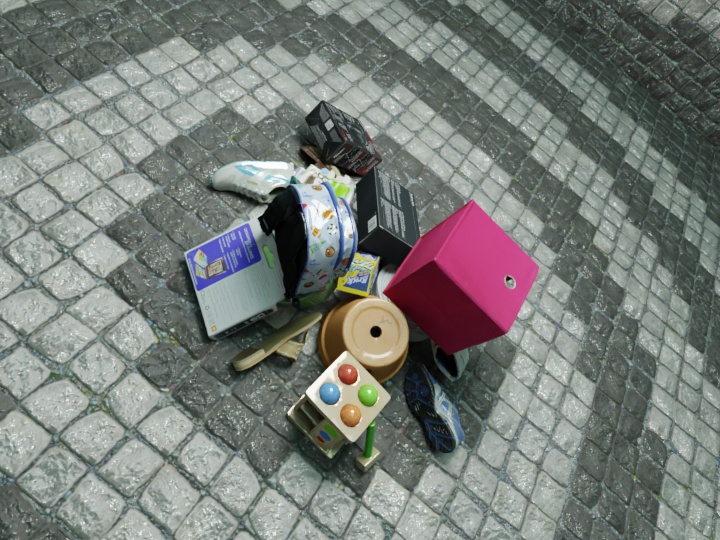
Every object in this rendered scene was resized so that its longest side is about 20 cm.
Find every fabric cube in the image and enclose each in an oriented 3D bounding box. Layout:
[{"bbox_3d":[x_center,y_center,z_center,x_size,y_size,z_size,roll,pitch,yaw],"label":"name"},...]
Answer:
[{"bbox_3d":[0.205,0.018,1.096,0.199,0.200,0.197,44,55,-7],"label":"fabric cube"}]

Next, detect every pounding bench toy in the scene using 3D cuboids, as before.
[{"bbox_3d":[-0.016,0.285,1.029,0.200,0.156,0.124,45,53,5],"label":"pounding bench toy"}]

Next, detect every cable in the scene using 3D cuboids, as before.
[{"bbox_3d":[0.120,0.072,1.292,0.199,0.069,0.201,-20,70,-34],"label":"cable"}]

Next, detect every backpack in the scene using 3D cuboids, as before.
[{"bbox_3d":[-0.089,-0.065,0.987,0.153,0.191,0.202,-15,68,-20],"label":"backpack"}]

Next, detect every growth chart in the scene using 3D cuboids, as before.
[{"bbox_3d":[-0.112,-0.196,1.320,0.198,0.018,0.146,18,70,5],"label":"growth chart"}]

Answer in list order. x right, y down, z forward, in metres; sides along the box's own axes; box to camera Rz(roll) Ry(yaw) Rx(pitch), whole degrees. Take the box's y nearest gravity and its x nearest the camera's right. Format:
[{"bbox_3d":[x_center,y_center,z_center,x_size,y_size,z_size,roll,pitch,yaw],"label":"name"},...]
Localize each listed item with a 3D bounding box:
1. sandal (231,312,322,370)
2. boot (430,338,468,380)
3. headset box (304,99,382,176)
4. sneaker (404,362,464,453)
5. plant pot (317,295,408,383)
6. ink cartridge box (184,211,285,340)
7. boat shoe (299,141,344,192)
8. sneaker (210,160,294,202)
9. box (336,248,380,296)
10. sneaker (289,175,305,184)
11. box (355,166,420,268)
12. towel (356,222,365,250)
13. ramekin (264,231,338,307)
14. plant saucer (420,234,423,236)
[{"bbox_3d":[-0.161,0.165,1.106,0.211,0.077,0.070,-29,107,-30],"label":"sandal"},{"bbox_3d":[0.184,0.142,1.184,0.201,0.073,0.096,62,24,-8],"label":"boot"},{"bbox_3d":[-0.037,-0.347,1.428,0.199,0.077,0.150,9,50,-57],"label":"headset box"},{"bbox_3d":[0.162,0.299,1.179,0.077,0.076,0.202,4,56,-51],"label":"sneaker"},{"bbox_3d":[0.016,0.139,1.114,0.198,0.140,0.202,3,74,-10],"label":"plant pot"},{"bbox_3d":[-0.243,0.010,1.092,0.198,0.043,0.200,-26,69,6],"label":"ink cartridge box"},{"bbox_3d":[-0.102,-0.250,1.386,0.071,0.072,0.201,-16,67,-21],"label":"boat shoe"},{"bbox_3d":[-0.250,-0.206,1.260,0.198,0.077,0.082,-6,72,-12],"label":"sneaker"},{"bbox_3d":[0.000,0.000,1.176,0.069,0.065,0.200,13,12,4],"label":"box"},{"bbox_3d":[-0.162,-0.153,1.225,0.198,0.084,0.122,-7,91,0],"label":"sneaker"},{"bbox_3d":[0.065,-0.125,1.259,0.140,0.079,0.202,27,42,-31],"label":"box"},{"bbox_3d":[0.016,-0.090,1.318,0.018,0.087,0.200,20,35,27],"label":"towel"},{"bbox_3d":[-0.132,-0.017,1.145,0.198,0.098,0.202,-5,72,15],"label":"ramekin"},{"bbox_3d":[0.157,-0.045,1.354,0.198,0.033,0.201,18,28,-10],"label":"plant saucer"}]
